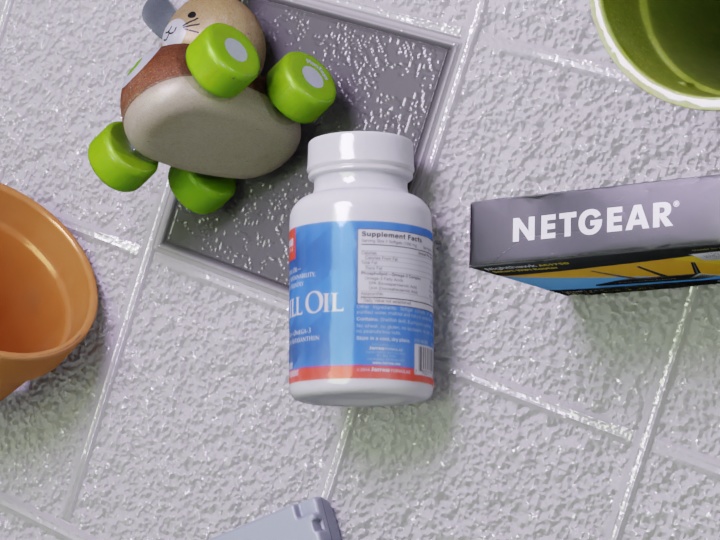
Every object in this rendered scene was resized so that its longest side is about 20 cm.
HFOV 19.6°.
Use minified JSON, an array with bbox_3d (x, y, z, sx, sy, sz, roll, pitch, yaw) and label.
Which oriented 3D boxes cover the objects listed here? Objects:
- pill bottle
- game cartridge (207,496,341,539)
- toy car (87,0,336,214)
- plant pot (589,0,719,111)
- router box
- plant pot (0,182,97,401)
[{"bbox_3d":[0.000,0.000,1.590,0.112,0.112,0.201,-7,78,33],"label":"pill bottle"},{"bbox_3d":[-0.058,0.293,1.629,0.133,0.040,0.200,-23,70,25],"label":"game cartridge"},{"bbox_3d":[-0.134,-0.178,1.698,0.164,0.158,0.200,-39,51,34],"label":"toy car"},{"bbox_3d":[0.283,-0.187,1.383,0.200,0.190,0.201,-6,80,34],"label":"plant pot"},{"bbox_3d":[0.196,-0.022,1.440,0.200,0.149,0.051,-6,78,34],"label":"router box"},{"bbox_3d":[-0.344,0.037,1.779,0.140,0.200,0.200,-51,58,35],"label":"plant pot"}]
